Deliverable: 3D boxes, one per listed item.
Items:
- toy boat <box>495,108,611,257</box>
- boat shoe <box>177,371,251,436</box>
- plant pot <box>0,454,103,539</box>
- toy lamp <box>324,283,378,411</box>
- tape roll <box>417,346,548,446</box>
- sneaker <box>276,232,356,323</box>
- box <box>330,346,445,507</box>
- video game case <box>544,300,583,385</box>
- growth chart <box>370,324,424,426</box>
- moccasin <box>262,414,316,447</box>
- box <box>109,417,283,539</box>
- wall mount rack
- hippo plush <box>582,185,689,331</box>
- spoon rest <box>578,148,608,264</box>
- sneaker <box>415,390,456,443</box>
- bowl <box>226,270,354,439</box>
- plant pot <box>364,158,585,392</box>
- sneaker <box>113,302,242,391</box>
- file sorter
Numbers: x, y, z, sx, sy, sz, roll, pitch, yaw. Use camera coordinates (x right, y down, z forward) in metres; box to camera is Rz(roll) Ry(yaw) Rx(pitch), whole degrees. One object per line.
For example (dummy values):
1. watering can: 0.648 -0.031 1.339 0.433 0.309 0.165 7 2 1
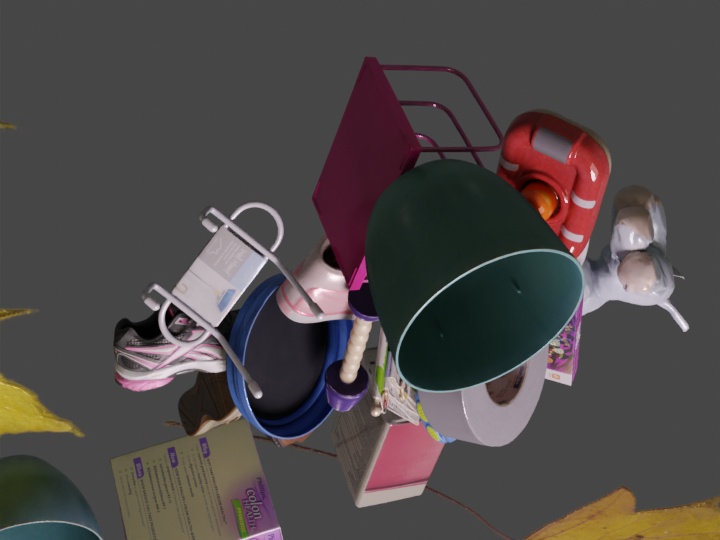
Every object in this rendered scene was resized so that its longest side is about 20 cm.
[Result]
1. toy boat: 0.199 -0.073 1.349 0.131 0.129 0.202 -46 155 -39
2. boat shoe: -0.169 0.157 1.486 0.064 0.073 0.200 -13 164 -31
3. plant pot: -0.434 0.318 1.508 0.197 0.136 0.202 -14 141 -11
4. toy lamp: -0.006 0.095 1.375 0.057 0.059 0.201 -7 144 -20
5. tape roll: 0.147 0.102 1.397 0.065 0.203 0.200 8 161 37
6. sneaker: 0.000 0.000 1.376 0.198 0.076 0.105 -10 146 -47
7. box: 0.043 0.213 1.639 0.107 0.129 0.202 -6 140 -22
8. video game case: 0.196 0.058 1.526 0.178 0.036 0.202 16 145 17
9. growth chart: 0.059 0.119 1.470 0.017 0.148 0.200 -1 166 25
10. moccasin: -0.088 0.188 1.551 0.078 0.074 0.201 -43 161 3
11. box: -0.219 0.322 1.591 0.197 0.178 0.098 -16 142 -10
12. wall mount rack: -0.138 0.032 1.303 0.173 0.075 0.201 38 106 -6
13. hippo plush: 0.317 -0.014 1.534 0.158 0.162 0.200 -11 155 26
14. spoon rest: 0.253 -0.074 1.450 0.060 0.099 0.202 -20 140 -50
15. sneaker: 0.111 0.113 1.478 0.070 0.204 0.082 -5 177 32
16. bowl: -0.084 0.098 1.415 0.199 0.039 0.205 -15 109 -49
17. plant pot: 0.093 -0.009 1.148 0.197 0.162 0.202 -18 145 -13
18. sneaker: -0.198 0.073 1.394 0.197 0.080 0.088 -19 122 -22
19. file sorter: 0.050 -0.101 1.262 0.123 0.140 0.202 -2 138 -27
